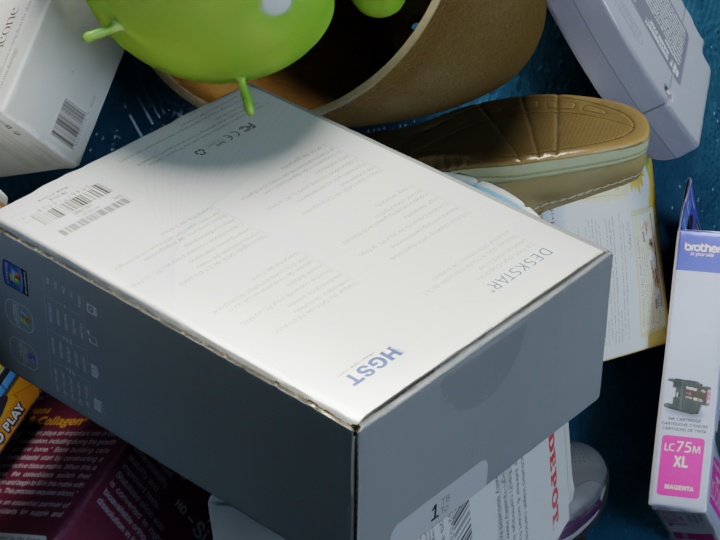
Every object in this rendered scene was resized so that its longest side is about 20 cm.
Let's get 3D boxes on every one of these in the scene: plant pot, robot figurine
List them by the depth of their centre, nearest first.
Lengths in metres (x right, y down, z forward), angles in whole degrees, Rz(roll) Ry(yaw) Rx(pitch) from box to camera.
[{"bbox_3d":[-0.052,-0.169,0.951,0.175,0.116,0.200,21,70,-13],"label":"robot figurine"},{"bbox_3d":[0.012,-0.149,1.108,0.200,0.186,0.187,12,78,-60],"label":"plant pot"}]

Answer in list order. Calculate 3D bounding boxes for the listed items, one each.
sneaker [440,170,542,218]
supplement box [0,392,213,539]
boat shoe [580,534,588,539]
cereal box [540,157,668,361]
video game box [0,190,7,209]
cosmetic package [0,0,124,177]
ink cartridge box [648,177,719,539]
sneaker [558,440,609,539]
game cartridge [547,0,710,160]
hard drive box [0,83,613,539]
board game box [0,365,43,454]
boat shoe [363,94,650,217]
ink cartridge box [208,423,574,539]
[{"bbox_3d":[0.000,0.000,1.067,0.090,0.199,0.079,-89,-172,-58],"label":"sneaker"},{"bbox_3d":[-0.110,0.096,0.990,0.086,0.110,0.200,55,51,-28],"label":"supplement box"},{"bbox_3d":[0.056,0.160,1.189,0.200,0.074,0.062,-12,90,-51],"label":"boat shoe"},{"bbox_3d":[0.121,-0.019,1.256,0.200,0.039,0.144,-6,91,-63],"label":"cereal box"},{"bbox_3d":[-0.184,0.033,0.810,0.200,0.047,0.183,61,31,-76],"label":"video game box"},{"bbox_3d":[-0.135,-0.140,1.005,0.051,0.082,0.200,36,61,-36],"label":"cosmetic package"},{"bbox_3d":[0.206,0.056,1.341,0.119,0.042,0.201,49,45,-71],"label":"ink cartridge box"},{"bbox_3d":[0.045,0.105,1.123,0.200,0.074,0.088,-12,129,-26],"label":"sneaker"},{"bbox_3d":[0.143,-0.167,1.295,0.200,0.040,0.133,57,24,-22],"label":"game cartridge"},{"bbox_3d":[-0.025,0.016,0.893,0.156,0.200,0.077,-31,135,-38],"label":"hard drive box"},{"bbox_3d":[-0.240,0.067,0.896,0.165,0.057,0.200,52,52,-31],"label":"board game box"},{"bbox_3d":[0.051,-0.039,1.138,0.074,0.199,0.067,-89,168,-59],"label":"boat shoe"},{"bbox_3d":[0.020,0.105,0.968,0.200,0.084,0.146,-52,144,-51],"label":"ink cartridge box"}]
